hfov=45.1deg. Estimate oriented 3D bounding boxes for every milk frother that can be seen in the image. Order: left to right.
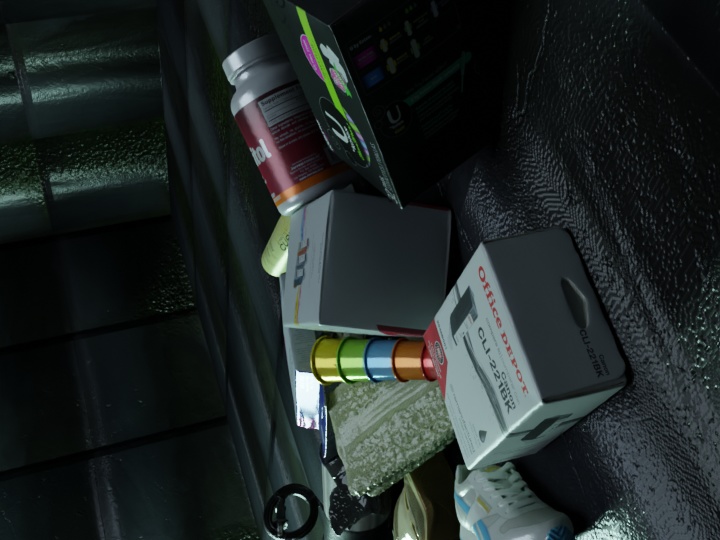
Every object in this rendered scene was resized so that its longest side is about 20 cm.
[{"bbox_3d":[-0.052,0.343,1.350,0.181,0.196,0.191,-123,28,-57],"label":"milk frother"}]

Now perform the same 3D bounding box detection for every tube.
[{"bbox_3d":[-0.097,-0.056,1.224,0.058,0.052,0.200,36,149,-1],"label":"tube"}]

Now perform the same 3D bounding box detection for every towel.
[{"bbox_3d":[0.041,0.170,1.048,0.199,0.036,0.150,-39,57,27],"label":"towel"}]

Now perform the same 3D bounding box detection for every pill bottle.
[{"bbox_3d":[-0.092,-0.181,1.080,0.203,0.112,0.113,65,162,-1],"label":"pill bottle"}]

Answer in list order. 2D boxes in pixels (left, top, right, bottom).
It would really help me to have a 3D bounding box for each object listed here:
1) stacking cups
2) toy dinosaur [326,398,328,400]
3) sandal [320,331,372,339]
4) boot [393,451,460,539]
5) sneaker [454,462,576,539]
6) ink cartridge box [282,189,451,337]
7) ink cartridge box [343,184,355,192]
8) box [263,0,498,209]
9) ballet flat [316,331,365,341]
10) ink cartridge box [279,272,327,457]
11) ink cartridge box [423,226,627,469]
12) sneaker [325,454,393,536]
[{"bbox_3d":[0.031,0.105,1.007,0.197,0.060,0.062,-4,98,40],"label":"stacking cups"},{"bbox_3d":[0.039,0.136,1.200,0.202,0.104,0.182,-60,21,14],"label":"toy dinosaur"},{"bbox_3d":[-0.014,0.084,1.311,0.200,0.047,0.077,156,107,-70],"label":"sandal"},{"bbox_3d":[0.093,0.344,1.094,0.157,0.071,0.202,101,154,-49],"label":"boot"},{"bbox_3d":[0.144,0.240,0.871,0.200,0.075,0.082,159,101,-70],"label":"sneaker"},{"bbox_3d":[0.000,0.000,1.013,0.200,0.142,0.148,169,107,-74],"label":"ink cartridge box"},{"bbox_3d":[-0.057,-0.048,1.312,0.201,0.086,0.147,104,149,-55],"label":"ink cartridge box"},{"bbox_3d":[0.018,-0.191,0.791,0.148,0.124,0.201,43,166,46],"label":"box"},{"bbox_3d":[-0.017,0.084,1.192,0.063,0.067,0.201,60,156,21],"label":"ballet flat"},{"bbox_3d":[-0.081,0.137,1.218,0.198,0.042,0.203,95,167,-58],"label":"ink cartridge box"},{"bbox_3d":[0.137,0.075,0.777,0.201,0.082,0.147,113,143,-60],"label":"ink cartridge box"},{"bbox_3d":[0.024,0.286,1.193,0.198,0.060,0.106,-31,84,28],"label":"sneaker"}]
